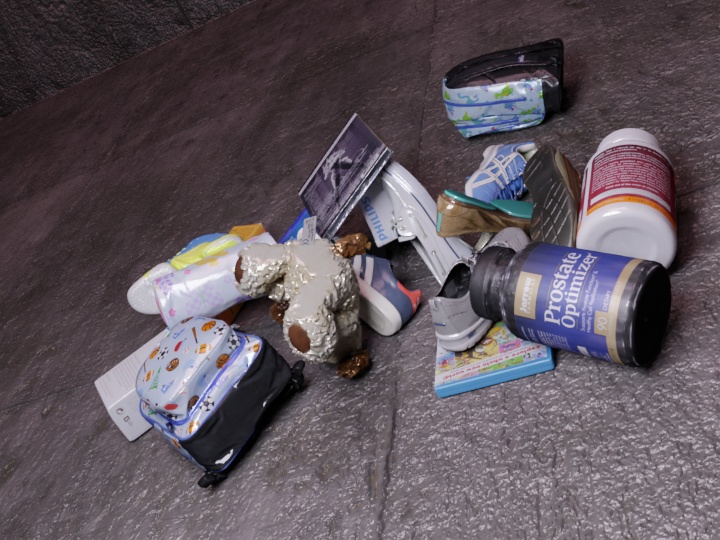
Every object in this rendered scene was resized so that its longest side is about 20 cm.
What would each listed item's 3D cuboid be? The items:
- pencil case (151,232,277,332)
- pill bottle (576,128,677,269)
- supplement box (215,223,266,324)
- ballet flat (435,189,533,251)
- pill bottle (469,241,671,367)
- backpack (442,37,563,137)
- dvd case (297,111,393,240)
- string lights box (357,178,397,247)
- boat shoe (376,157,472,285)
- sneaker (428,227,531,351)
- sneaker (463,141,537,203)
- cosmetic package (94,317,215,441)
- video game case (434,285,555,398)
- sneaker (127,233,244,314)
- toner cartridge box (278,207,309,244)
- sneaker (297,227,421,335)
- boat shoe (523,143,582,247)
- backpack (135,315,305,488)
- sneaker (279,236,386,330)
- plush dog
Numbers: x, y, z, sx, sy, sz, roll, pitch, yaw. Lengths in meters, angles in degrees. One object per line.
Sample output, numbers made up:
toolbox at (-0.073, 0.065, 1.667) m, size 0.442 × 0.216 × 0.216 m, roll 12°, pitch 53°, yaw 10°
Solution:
pencil case at (-0.198, 0.020, 1.255) m, size 0.198 × 0.091 × 0.083 m, roll -22°, pitch 25°, yaw -11°
pill bottle at (0.325, -0.085, 1.058) m, size 0.112 × 0.113 × 0.201 m, roll -12°, pitch 35°, yaw 28°
supplement box at (-0.213, 0.008, 1.435) m, size 0.068 × 0.067 × 0.201 m, roll -10°, pitch 36°, yaw 31°
ballet flat at (0.173, -0.059, 1.156) m, size 0.199 × 0.073 × 0.068 m, roll 3°, pitch 24°, yaw -40°
pill bottle at (0.224, 0.030, 0.950) m, size 0.199 × 0.112 × 0.112 m, roll 12°, pitch 49°, yaw 39°
backpack at (0.235, -0.301, 1.453) m, size 0.198 × 0.155 × 0.164 m, roll 3°, pitch 40°, yaw 10°
dvd case at (-0.026, -0.135, 1.220) m, size 0.149 × 0.016 × 0.200 m, roll -54°, pitch 25°, yaw 11°
string lights box at (0.028, -0.111, 1.310) m, size 0.059 × 0.103 × 0.200 m, roll -25°, pitch 12°, yaw 6°
boat shoe at (0.074, -0.064, 1.172) m, size 0.067 × 0.200 × 0.074 m, roll -41°, pitch 1°, yaw -6°
sneaker at (0.151, 0.005, 1.066) m, size 0.074 × 0.082 × 0.200 m, roll 1°, pitch 40°, yaw 41°
sneaker at (0.206, -0.129, 1.264) m, size 0.076 × 0.076 × 0.201 m, roll -14°, pitch 35°, yaw 33°
cosmetic package at (-0.283, 0.147, 1.283) m, size 0.199 × 0.074 × 0.102 m, roll -35°, pitch 31°, yaw -13°
video game case at (0.163, 0.065, 1.070) m, size 0.142 × 0.018 × 0.201 m, roll -17°, pitch 32°, yaw 20°
sneaker at (-0.271, 0.001, 1.372) m, size 0.198 × 0.076 × 0.105 m, roll -25°, pitch 19°, yaw -8°
toner cartridge box at (-0.086, -0.059, 1.345) m, size 0.200 × 0.043 × 0.095 m, roll -51°, pitch 9°, yaw 15°
sneaker at (0.000, 0.000, 1.197) m, size 0.084 × 0.075 × 0.200 m, roll -37°, pitch 70°, yaw -29°
boat shoe at (0.266, -0.082, 1.132) m, size 0.076 × 0.073 × 0.201 m, roll -42°, pitch 33°, yaw 40°
backpack at (-0.205, 0.153, 1.139) m, size 0.200 × 0.154 × 0.190 m, roll -48°, pitch 24°, yaw -24°
sneaker at (-0.061, 0.021, 1.286) m, size 0.201 × 0.068 × 0.107 m, roll -42°, pitch 30°, yaw -24°
plush dog at (-0.051, 0.047, 1.121) m, size 0.160 × 0.173 × 0.200 m, roll -32°, pitch 52°, yaw -21°
